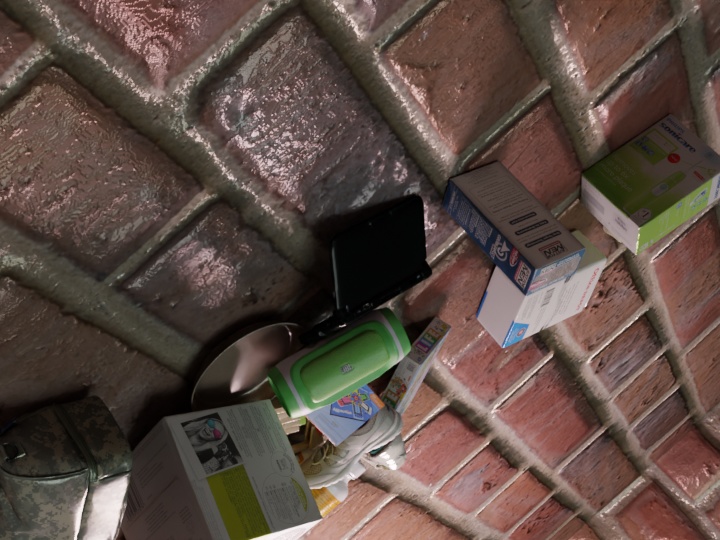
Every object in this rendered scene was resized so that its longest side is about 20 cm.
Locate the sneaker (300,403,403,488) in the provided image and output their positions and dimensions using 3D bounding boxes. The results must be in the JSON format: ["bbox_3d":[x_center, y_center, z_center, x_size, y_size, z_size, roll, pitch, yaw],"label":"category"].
[{"bbox_3d":[-0.031,0.275,1.857,0.200,0.075,0.082,-39,123,3],"label":"sneaker"}]

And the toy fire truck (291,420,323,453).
[{"bbox_3d":[-0.072,0.260,1.887,0.200,0.049,0.141,2,130,-51],"label":"toy fire truck"}]

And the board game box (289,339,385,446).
[{"bbox_3d":[-0.048,0.183,1.723,0.103,0.019,0.200,-39,133,-1],"label":"board game box"}]

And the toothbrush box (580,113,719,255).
[{"bbox_3d":[0.490,-0.145,1.898,0.200,0.146,0.086,-32,149,-13],"label":"toothbrush box"}]

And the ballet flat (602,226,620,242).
[{"bbox_3d":[0.525,-0.087,2.097,0.199,0.062,0.068,-17,143,-36],"label":"ballet flat"}]

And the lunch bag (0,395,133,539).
[{"bbox_3d":[-0.396,0.270,1.438,0.167,0.139,0.200,-14,140,-39],"label":"lunch bag"}]

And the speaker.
[{"bbox_3d":[-0.030,0.132,1.629,0.199,0.089,0.089,-29,148,-11],"label":"speaker"}]

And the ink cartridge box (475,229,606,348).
[{"bbox_3d":[0.317,0.031,1.994,0.199,0.084,0.146,-22,146,-31],"label":"ink cartridge box"}]

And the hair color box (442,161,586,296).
[{"bbox_3d":[0.219,-0.063,1.640,0.100,0.200,0.061,-22,145,-29],"label":"hair color box"}]

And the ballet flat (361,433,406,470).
[{"bbox_3d":[0.048,0.323,2.010,0.069,0.070,0.200,-31,178,-17],"label":"ballet flat"}]

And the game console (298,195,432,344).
[{"bbox_3d":[0.000,0.000,1.626,0.200,0.117,0.176,-28,180,-41],"label":"game console"}]

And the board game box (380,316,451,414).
[{"bbox_3d":[0.078,0.188,1.926,0.134,0.034,0.200,-44,162,-53],"label":"board game box"}]

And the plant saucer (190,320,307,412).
[{"bbox_3d":[-0.163,0.140,1.641,0.200,0.032,0.201,-28,148,-19],"label":"plant saucer"}]

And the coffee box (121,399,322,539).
[{"bbox_3d":[-0.211,0.329,1.630,0.197,0.201,0.200,-5,149,-45],"label":"coffee box"}]

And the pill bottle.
[{"bbox_3d":[-0.092,0.374,1.952,0.200,0.111,0.111,-40,150,-2],"label":"pill bottle"}]

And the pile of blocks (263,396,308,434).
[{"bbox_3d":[-0.068,0.180,1.766,0.200,0.062,0.082,-32,132,-7],"label":"pile of blocks"}]
